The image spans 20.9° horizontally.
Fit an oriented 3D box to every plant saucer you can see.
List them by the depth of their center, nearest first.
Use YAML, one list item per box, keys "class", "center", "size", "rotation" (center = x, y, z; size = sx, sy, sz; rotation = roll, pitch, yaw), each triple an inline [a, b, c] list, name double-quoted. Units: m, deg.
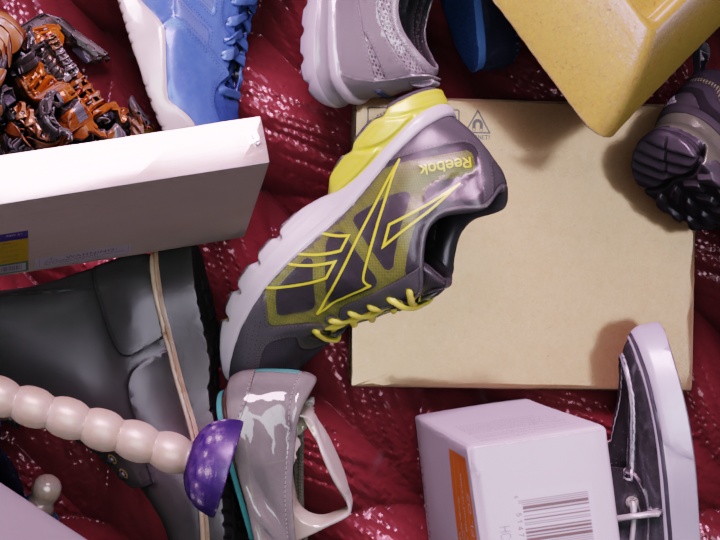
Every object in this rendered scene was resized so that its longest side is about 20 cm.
- class: "plant saucer"
  center: [0.129, -0.201, 1.042]
  size: [0.201, 0.048, 0.200]
  rotation: [52, 48, -6]

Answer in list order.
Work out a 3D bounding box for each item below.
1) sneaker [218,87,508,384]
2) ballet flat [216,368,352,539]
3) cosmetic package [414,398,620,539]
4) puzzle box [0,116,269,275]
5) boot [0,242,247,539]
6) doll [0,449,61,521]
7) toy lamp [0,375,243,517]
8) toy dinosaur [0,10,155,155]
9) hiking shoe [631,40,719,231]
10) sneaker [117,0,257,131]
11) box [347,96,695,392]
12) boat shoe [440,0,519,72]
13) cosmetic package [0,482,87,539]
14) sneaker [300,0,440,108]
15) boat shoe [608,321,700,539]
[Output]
- class: "sneaker"
  center: [0.000, 0.000, 1.044]
  size: [0.085, 0.074, 0.201]
  rotation: [42, 107, 19]
- class: "ballet flat"
  center: [-0.033, 0.149, 1.052]
  size: [0.063, 0.067, 0.202]
  rotation: [-7, 106, 5]
- class: "cosmetic package"
  center: [0.079, 0.126, 1.016]
  size: [0.070, 0.200, 0.103]
  rotation: [-7, 90, -5]
- class: "puzzle box"
  center: [-0.149, -0.031, 0.971]
  size: [0.198, 0.133, 0.026]
  rotation: [-9, 77, -12]
- class: "boot"
  center: [-0.139, 0.095, 1.068]
  size: [0.137, 0.077, 0.202]
  rotation: [-9, 86, 4]
- class: "doll"
  center: [-0.228, 0.112, 1.051]
  size: [0.135, 0.048, 0.202]
  rotation: [-6, 105, 14]
- class: "toy lamp"
  center: [-0.160, 0.071, 0.981]
  size: [0.198, 0.058, 0.059]
  rotation: [17, 88, -2]
- class: "toy dinosaur"
  center: [-0.209, -0.093, 1.056]
  size: [0.198, 0.102, 0.136]
  rotation: [24, 64, 9]
- class: "hiking shoe"
  center: [0.246, -0.040, 1.095]
  size: [0.200, 0.076, 0.101]
  rotation: [40, 63, -20]
- class: "sneaker"
  center: [-0.071, -0.145, 1.064]
  size: [0.110, 0.077, 0.202]
  rotation: [-19, 85, 4]
- class: "box"
  center: [0.092, -0.014, 1.108]
  size: [0.198, 0.021, 0.165]
  rotation: [1, 90, -6]
- class: "boat shoe"
  center: [0.076, -0.213, 1.078]
  size: [0.068, 0.084, 0.202]
  rotation: [-6, 92, -15]
- class: "cosmetic package"
  center: [-0.177, 0.183, 0.987]
  size: [0.200, 0.107, 0.090]
  rotation: [38, 113, -19]
- class: "sneaker"
  center: [0.019, -0.189, 1.063]
  size: [0.081, 0.075, 0.202]
  rotation: [3, 93, 25]
- class: "boat shoe"
  center: [0.150, 0.129, 1.087]
  size: [0.067, 0.074, 0.201]
  rotation: [-5, 108, 1]
